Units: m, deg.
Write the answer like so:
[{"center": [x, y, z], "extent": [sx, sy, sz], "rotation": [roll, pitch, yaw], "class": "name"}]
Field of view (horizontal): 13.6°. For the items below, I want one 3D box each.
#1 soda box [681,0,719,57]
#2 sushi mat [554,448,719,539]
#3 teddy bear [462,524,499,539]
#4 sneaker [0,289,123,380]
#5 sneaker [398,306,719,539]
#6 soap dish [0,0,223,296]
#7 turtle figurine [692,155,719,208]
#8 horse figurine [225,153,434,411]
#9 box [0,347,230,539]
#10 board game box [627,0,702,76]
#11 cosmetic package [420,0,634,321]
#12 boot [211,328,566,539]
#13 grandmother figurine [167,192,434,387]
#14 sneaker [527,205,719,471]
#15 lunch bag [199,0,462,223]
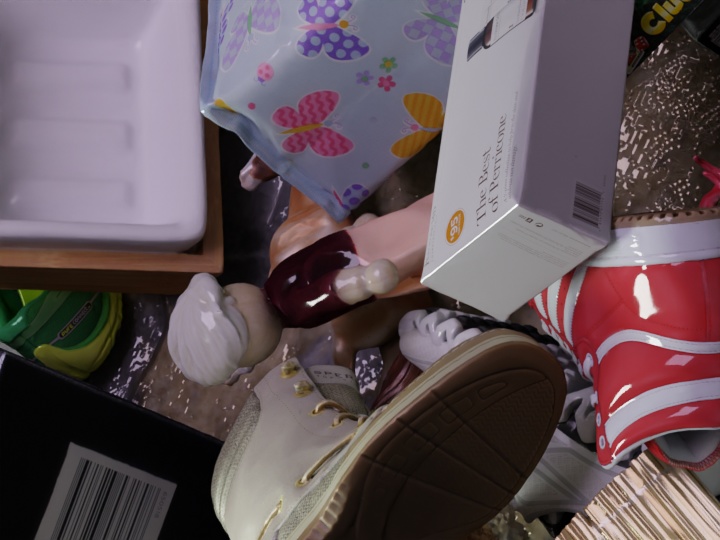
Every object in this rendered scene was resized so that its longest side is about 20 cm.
[{"center": [0.221, -0.186, 1.391], "extent": [0.200, 0.063, 0.071], "rotation": [-49, 46, 15], "class": "soda box"}, {"center": [0.157, 0.175, 1.284], "extent": [0.096, 0.012, 0.200], "rotation": [-47, 63, 16], "class": "sushi mat"}, {"center": [0.003, 0.203, 1.386], "extent": [0.200, 0.067, 0.145], "rotation": [-44, 2, -10], "class": "teddy bear"}, {"center": [-0.188, -0.030, 1.690], "extent": [0.074, 0.083, 0.200], "rotation": [-41, 48, 23], "class": "sneaker"}, {"center": [0.083, 0.076, 1.398], "extent": [0.200, 0.075, 0.081], "rotation": [31, 106, 43], "class": "sneaker"}, {"center": [-0.157, -0.077, 1.634], "extent": [0.081, 0.157, 0.201], "rotation": [106, 163, -57], "class": "soap dish"}, {"center": [0.226, -0.023, 1.294], "extent": [0.200, 0.101, 0.150], "rotation": [-36, 50, 19], "class": "turtle figurine"}, {"center": [-0.015, 0.021, 1.530], "extent": [0.133, 0.050, 0.200], "rotation": [-59, 43, 13], "class": "horse figurine"}, {"center": [-0.190, 0.103, 1.550], "extent": [0.200, 0.196, 0.118], "rotation": [14, 81, 46], "class": "box"}, {"center": [0.137, -0.175, 1.410], "extent": [0.105, 0.023, 0.200], "rotation": [-49, 23, 21], "class": "board game box"}, {"center": [0.076, -0.085, 1.326], "extent": [0.083, 0.051, 0.200], "rotation": [-42, 32, 50], "class": "cosmetic package"}, {"center": [0.005, 0.078, 1.373], "extent": [0.200, 0.072, 0.155], "rotation": [-49, 23, 16], "class": "boot"}, {"center": [0.000, 0.000, 1.443], "extent": [0.200, 0.121, 0.061], "rotation": [-24, 91, 0], "class": "grandmother figurine"}, {"center": [0.116, 0.032, 1.330], "extent": [0.200, 0.071, 0.113], "rotation": [173, 89, -74], "class": "sneaker"}, {"center": [0.016, -0.151, 1.522], "extent": [0.170, 0.127, 0.200], "rotation": [-41, 27, 24], "class": "lunch bag"}]
